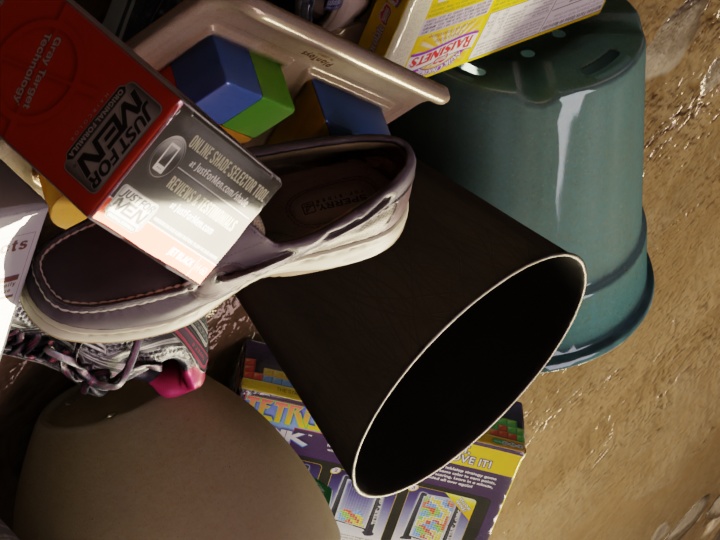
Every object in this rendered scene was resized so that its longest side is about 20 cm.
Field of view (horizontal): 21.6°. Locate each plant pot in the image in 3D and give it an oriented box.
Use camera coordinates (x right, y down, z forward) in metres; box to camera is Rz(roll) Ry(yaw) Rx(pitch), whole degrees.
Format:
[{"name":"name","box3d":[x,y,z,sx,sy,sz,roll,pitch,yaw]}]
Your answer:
[{"name":"plant pot","box3d":[0.098,-0.073,1.195,0.200,0.200,0.197,-31,140,-33]},{"name":"plant pot","box3d":[-0.126,0.132,1.128,0.200,0.200,0.135,-30,110,-34]}]

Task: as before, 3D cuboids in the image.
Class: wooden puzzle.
[{"name":"wooden puzzle","box3d":[-0.077,-0.058,0.930,0.199,0.047,0.185,-26,157,27]}]

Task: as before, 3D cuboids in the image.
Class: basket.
[{"name":"basket","box3d":[0.000,0.000,1.098,0.180,0.200,0.136,-47,150,1]}]

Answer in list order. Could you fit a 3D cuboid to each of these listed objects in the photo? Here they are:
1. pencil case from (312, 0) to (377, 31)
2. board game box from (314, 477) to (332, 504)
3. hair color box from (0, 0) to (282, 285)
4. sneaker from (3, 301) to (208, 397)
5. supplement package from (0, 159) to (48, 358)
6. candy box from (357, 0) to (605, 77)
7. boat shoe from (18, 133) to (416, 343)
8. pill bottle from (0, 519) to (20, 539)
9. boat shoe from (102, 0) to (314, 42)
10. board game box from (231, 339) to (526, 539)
[{"name":"pencil case","box3d":[0.026,-0.186,1.046,0.199,0.078,0.089,-22,169,-42]},{"name":"board game box","box3d":[-0.071,0.224,1.192,0.135,0.029,0.200,-57,-173,19]},{"name":"hair color box","box3d":[-0.134,-0.086,0.792,0.061,0.200,0.101,-51,153,1]},{"name":"sneaker","box3d":[-0.154,0.031,1.007,0.080,0.075,0.199,-19,168,41]},{"name":"supplement package","box3d":[-0.242,0.026,0.859,0.117,0.117,0.201,-14,135,-47]},{"name":"candy box","box3d":[0.084,-0.164,1.046,0.199,0.026,0.102,-24,154,-39]},{"name":"boat shoe","box3d":[-0.063,-0.024,0.881,0.199,0.072,0.065,-15,152,-22]},{"name":"pill bottle","box3d":[-0.216,0.197,1.019,0.116,0.200,0.116,-36,150,-25]},{"name":"boat shoe","box3d":[-0.087,-0.100,0.967,0.071,0.091,0.201,-20,140,-45]},{"name":"board game box","box3d":[-0.004,0.146,1.306,0.057,0.199,0.166,-87,-167,-55]}]
